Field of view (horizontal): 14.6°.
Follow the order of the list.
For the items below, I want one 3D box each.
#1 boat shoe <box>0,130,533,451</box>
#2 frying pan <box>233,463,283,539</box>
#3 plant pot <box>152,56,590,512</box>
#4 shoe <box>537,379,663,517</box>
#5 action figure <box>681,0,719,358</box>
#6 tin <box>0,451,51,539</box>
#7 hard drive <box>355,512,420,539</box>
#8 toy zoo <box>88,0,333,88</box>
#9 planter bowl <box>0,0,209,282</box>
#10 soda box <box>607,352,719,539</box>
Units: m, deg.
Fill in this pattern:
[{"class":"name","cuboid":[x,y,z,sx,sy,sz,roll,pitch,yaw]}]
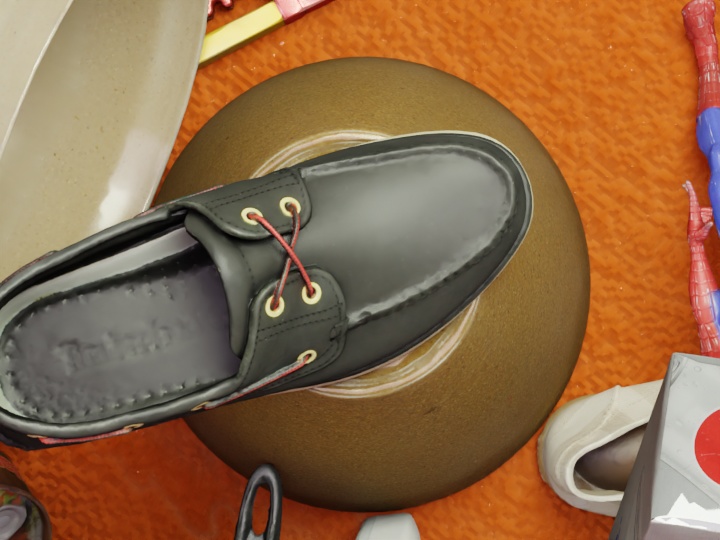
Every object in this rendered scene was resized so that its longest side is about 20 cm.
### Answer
[{"class":"boat shoe","cuboid":[-0.036,0.007,0.929,0.201,0.063,0.074,-20,85,-1]},{"class":"frying pan","cuboid":[-0.038,0.183,1.061,0.115,0.031,0.191,31,100,1]},{"class":"plant pot","cuboid":[0.000,0.000,1.058,0.185,0.200,0.187,0,87,1]},{"class":"shoe","cuboid":[0.171,0.068,1.123,0.199,0.053,0.070,-9,88,1]},{"class":"action figure","cuboid":[0.158,-0.013,1.100,0.065,0.052,0.201,-3,71,0]},{"class":"tin","cuboid":[-0.213,0.139,1.102,0.200,0.112,0.042,-37,62,-1]},{"class":"hard drive","cuboid":[0.016,0.162,1.050,0.027,0.200,0.133,-7,88,2]},{"class":"toy zoo","cuboid":[-0.053,-0.163,1.153,0.199,0.020,0.132,-27,88,1]},{"class":"planter bowl","cuboid":[-0.158,-0.068,1.060,0.134,0.200,0.201,21,88,12]},{"class":"soda box","cuboid":[0.128,0.105,1.047,0.063,0.200,0.069,9,64,2]}]
